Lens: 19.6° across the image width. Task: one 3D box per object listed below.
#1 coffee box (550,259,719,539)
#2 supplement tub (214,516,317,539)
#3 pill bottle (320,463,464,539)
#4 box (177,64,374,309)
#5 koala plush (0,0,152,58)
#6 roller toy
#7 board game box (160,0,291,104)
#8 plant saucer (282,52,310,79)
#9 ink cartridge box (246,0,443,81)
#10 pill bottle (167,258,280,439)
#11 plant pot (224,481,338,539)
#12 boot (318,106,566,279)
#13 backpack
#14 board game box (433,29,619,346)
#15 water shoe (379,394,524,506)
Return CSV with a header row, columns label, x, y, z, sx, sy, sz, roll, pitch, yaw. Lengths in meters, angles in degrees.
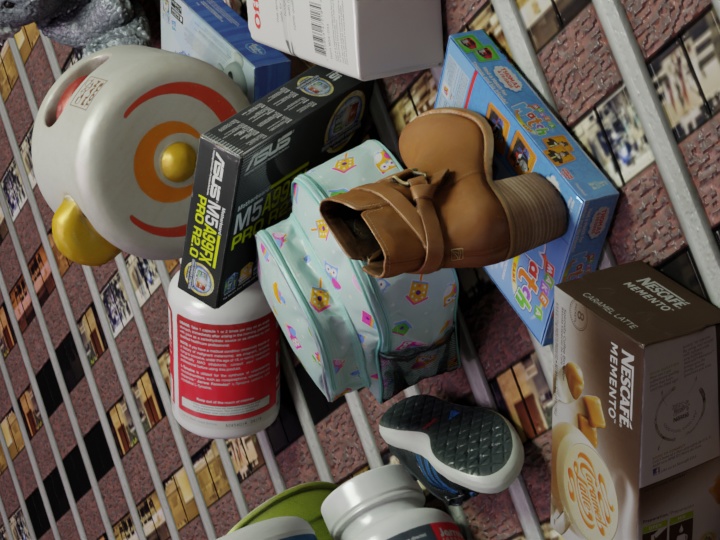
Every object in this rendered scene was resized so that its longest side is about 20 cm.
label,x,y,z,sx,sy,sz,roll,pitch,yaw
coffee box,0.196,0.110,1.466,0.114,0.080,0.200,38,135,52
supplement tub,-0.073,0.327,1.787,0.200,0.145,0.145,65,153,15
pill bottle,0.046,0.276,1.812,0.200,0.119,0.120,63,152,25
box,-0.070,-0.078,1.768,0.044,0.200,0.160,30,129,21
koala plush,-0.328,-0.297,2.163,0.184,0.200,0.178,-143,55,-67
roller toy,-0.189,-0.105,1.849,0.140,0.200,0.183,20,115,57
board game box,-0.131,-0.149,1.971,0.200,0.043,0.199,45,141,46
plant saucer,-0.069,-0.105,1.956,0.200,0.032,0.200,40,138,50
ink cartridge box,-0.018,-0.249,1.715,0.200,0.084,0.146,29,127,57
pill bottle,-0.136,0.059,2.080,0.112,0.112,0.200,42,139,50
plant pot,-0.026,0.333,1.935,0.193,0.200,0.201,41,139,32
boot,0.037,-0.053,1.532,0.200,0.155,0.077,46,143,46
backpack,0.000,0.000,1.694,0.176,0.153,0.200,61,160,25
board game box,0.116,-0.064,1.590,0.200,0.037,0.151,56,149,37
water shoe,0.089,0.159,1.747,0.079,0.071,0.200,61,164,-22
